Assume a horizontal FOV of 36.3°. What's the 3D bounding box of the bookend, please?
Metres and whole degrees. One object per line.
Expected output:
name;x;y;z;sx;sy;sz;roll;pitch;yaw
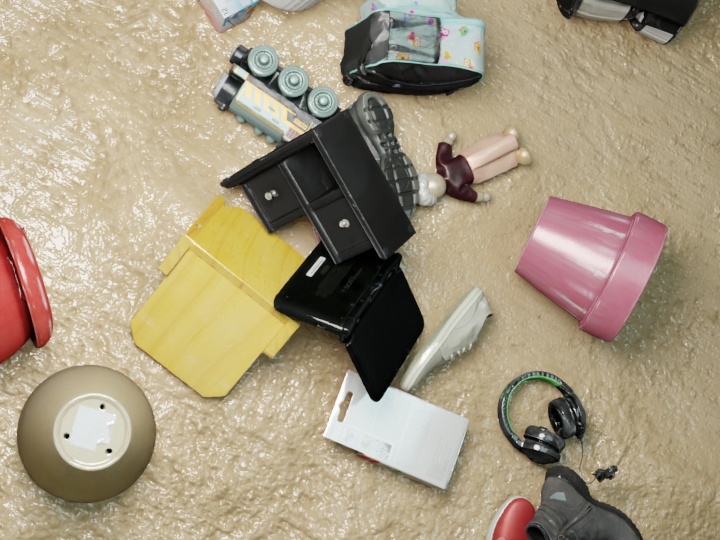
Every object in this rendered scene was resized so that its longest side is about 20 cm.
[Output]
bookend;-0.061;-0.091;1.547;0.092;0.199;0.199;-41;104;-49

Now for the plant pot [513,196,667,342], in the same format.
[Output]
plant pot;0.338;-0.017;1.657;0.178;0.200;0.201;26;75;6

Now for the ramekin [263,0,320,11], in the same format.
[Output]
ramekin;-0.102;-0.480;1.611;0.200;0.098;0.201;18;60;-33

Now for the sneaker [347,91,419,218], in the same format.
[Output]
sneaker;0.028;-0.163;1.642;0.075;0.079;0.201;-11;82;-43

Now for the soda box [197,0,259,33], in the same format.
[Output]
soda box;-0.231;-0.456;1.616;0.063;0.068;0.200;-33;92;-18

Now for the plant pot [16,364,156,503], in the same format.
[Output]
plant pot;-0.349;0.208;1.412;0.186;0.200;0.188;2;80;-15

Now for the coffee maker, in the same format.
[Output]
coffee maker;0.441;-0.466;1.746;0.199;0.192;0.135;10;62;-16

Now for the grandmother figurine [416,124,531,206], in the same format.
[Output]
grandmother figurine;0.161;-0.158;1.689;0.199;0.061;0.122;-29;81;-21

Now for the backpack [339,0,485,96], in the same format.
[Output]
backpack;0.087;-0.337;1.635;0.199;0.176;0.154;9;83;-18

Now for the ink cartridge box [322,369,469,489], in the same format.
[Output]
ink cartridge box;0.048;0.231;1.600;0.199;0.050;0.109;24;76;-10

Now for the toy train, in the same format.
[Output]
toy train;-0.119;-0.244;1.613;0.200;0.085;0.114;33;84;-8

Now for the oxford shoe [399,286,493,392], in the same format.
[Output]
oxford shoe;0.131;0.109;1.631;0.058;0.075;0.200;44;68;-4

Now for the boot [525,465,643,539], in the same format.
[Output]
boot;0.325;0.395;1.614;0.200;0.070;0.132;39;49;-11

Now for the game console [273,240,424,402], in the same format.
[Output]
game console;-0.012;0.061;1.557;0.175;0.117;0.200;20;38;13

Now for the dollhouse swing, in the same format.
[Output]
dollhouse swing;-0.197;0.044;1.568;0.200;0.176;0.182;38;32;-7

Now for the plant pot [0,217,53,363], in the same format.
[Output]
plant pot;-0.499;0.036;1.398;0.182;0.200;0.201;-18;87;-20

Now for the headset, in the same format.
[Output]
headset;0.298;0.240;1.645;0.123;0.094;0.200;-43;88;-17

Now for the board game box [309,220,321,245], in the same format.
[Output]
board game box;0.000;0.000;1.638;0.103;0.019;0.201;-17;86;-17

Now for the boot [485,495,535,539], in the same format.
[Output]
boot;0.225;0.423;1.571;0.072;0.144;0.201;22;75;-10
